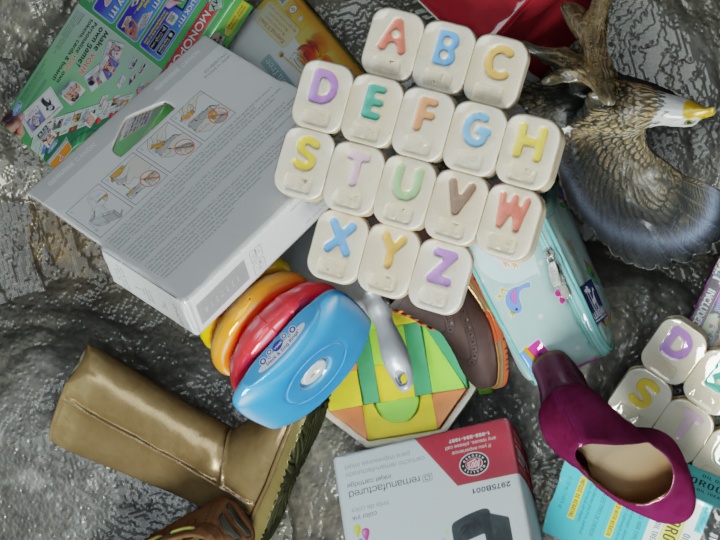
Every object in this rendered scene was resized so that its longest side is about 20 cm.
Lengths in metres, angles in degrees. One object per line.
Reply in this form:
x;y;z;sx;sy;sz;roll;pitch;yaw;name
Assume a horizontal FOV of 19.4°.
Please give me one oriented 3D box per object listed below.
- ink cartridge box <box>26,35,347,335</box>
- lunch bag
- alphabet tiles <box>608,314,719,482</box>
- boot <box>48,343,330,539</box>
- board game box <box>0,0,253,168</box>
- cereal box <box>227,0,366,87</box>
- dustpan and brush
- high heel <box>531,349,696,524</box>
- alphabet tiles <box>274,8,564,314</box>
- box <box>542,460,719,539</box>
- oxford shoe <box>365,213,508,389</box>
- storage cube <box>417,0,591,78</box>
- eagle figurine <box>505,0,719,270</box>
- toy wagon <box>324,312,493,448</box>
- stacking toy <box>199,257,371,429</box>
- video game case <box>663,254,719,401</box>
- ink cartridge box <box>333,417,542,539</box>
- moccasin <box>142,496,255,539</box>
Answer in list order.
-0.118;-0.068;1.566;0.176;0.045;0.200;31;64;31;ink cartridge box
0.127;-0.010;1.559;0.077;0.200;0.161;-23;98;8;lunch bag
0.291;0.126;1.602;0.199;0.015;0.196;35;113;5;alphabet tiles
-0.138;0.114;1.663;0.199;0.066;0.176;28;117;9;boot
-0.189;-0.163;1.685;0.134;0.029;0.201;38;97;29;board game box
-0.087;-0.111;1.659;0.200;0.039;0.144;-44;59;8;cereal box
0.000;0.000;1.625;0.139;0.057;0.201;-28;57;18;dustpan and brush
0.186;0.145;1.492;0.067;0.096;0.200;-38;124;17;high heel
0.039;-0.078;1.471;0.199;0.015;0.197;17;90;20;alphabet tiles
0.245;0.196;1.607;0.199;0.049;0.083;22;117;12;box
0.050;0.017;1.579;0.072;0.071;0.201;-34;116;-15;oxford shoe
0.107;-0.264;1.570;0.171;0.200;0.180;44;98;14;storage cube
0.193;-0.107;1.539;0.151;0.200;0.152;37;81;32;eagle figurine
0.019;0.036;1.667;0.154;0.040;0.202;-10;89;10;toy wagon
-0.098;0.013;1.579;0.116;0.110;0.200;-46;66;1;stacking toy
0.355;0.029;1.609;0.180;0.036;0.201;27;95;8;video game case
0.069;0.232;1.597;0.144;0.083;0.201;-13;62;7;ink cartridge box
-0.167;0.253;1.664;0.201;0.078;0.074;-32;89;33;moccasin
